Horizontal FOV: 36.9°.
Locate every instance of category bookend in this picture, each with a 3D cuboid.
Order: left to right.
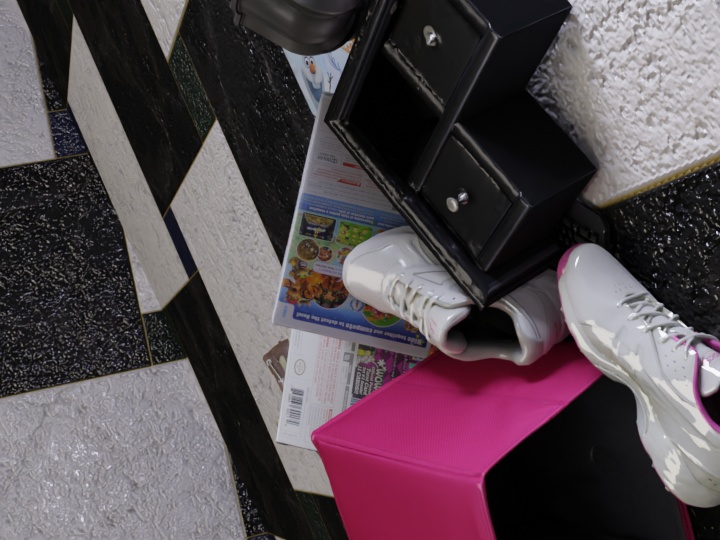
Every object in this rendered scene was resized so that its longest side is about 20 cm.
[{"bbox_3d":[0.089,-0.115,0.767,0.201,0.092,0.199,51,146,16],"label":"bookend"}]

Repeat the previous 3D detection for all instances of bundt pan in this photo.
[{"bbox_3d":[-0.004,-0.240,0.785,0.075,0.203,0.202,37,158,1],"label":"bundt pan"}]

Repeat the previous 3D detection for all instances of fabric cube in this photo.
[{"bbox_3d":[0.113,0.181,0.856,0.198,0.199,0.198,2,116,51],"label":"fabric cube"}]

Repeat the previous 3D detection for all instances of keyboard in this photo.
[{"bbox_3d":[0.139,-0.024,0.890,0.200,0.020,0.128,43,150,52],"label":"keyboard"}]

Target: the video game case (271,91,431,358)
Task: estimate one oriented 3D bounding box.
[{"bbox_3d":[0.013,-0.036,0.915,0.018,0.141,0.202,-100,23,-75],"label":"video game case"}]

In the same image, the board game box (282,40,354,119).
[{"bbox_3d":[-0.003,-0.212,0.969,0.200,0.043,0.201,-30,84,60],"label":"board game box"}]

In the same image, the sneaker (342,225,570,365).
[{"bbox_3d":[0.065,0.022,0.846,0.198,0.099,0.079,12,118,25],"label":"sneaker"}]

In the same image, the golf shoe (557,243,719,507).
[{"bbox_3d":[0.210,0.056,0.735,0.201,0.075,0.092,59,145,16],"label":"golf shoe"}]

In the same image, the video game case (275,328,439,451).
[{"bbox_3d":[0.020,0.080,1.011,0.036,0.179,0.203,-15,-67,-75],"label":"video game case"}]

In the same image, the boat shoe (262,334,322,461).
[{"bbox_3d":[-0.062,0.175,1.277,0.075,0.074,0.204,60,-174,-62],"label":"boat shoe"}]
